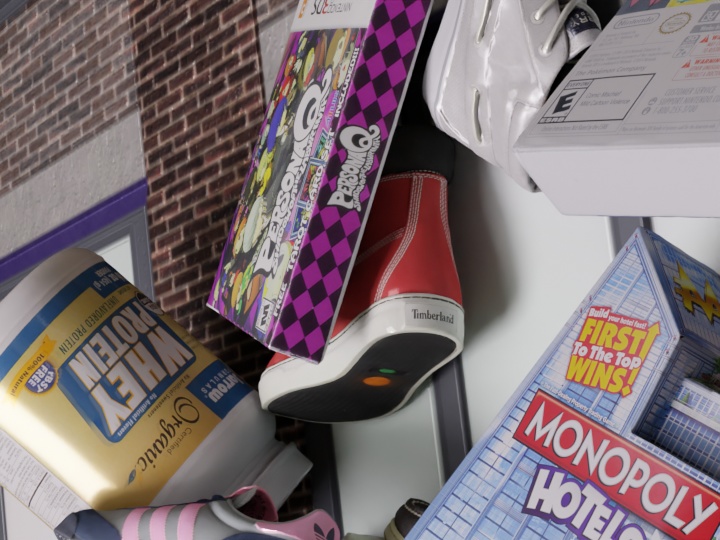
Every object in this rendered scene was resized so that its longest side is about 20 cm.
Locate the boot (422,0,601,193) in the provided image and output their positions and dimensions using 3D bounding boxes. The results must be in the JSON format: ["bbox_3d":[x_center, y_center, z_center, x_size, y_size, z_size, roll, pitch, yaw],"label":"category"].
[{"bbox_3d":[0.094,-0.139,0.921,0.096,0.073,0.202,43,133,41],"label":"boot"}]

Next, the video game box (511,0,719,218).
[{"bbox_3d":[0.175,-0.097,0.711,0.183,0.047,0.199,-53,27,-19],"label":"video game box"}]

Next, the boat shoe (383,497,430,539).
[{"bbox_3d":[0.083,0.148,0.938,0.200,0.073,0.065,24,90,55],"label":"boat shoe"}]

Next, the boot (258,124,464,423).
[{"bbox_3d":[0.000,0.000,1.067,0.200,0.072,0.146,140,134,-56],"label":"boot"}]

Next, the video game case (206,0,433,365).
[{"bbox_3d":[-0.027,-0.060,1.040,0.181,0.035,0.202,-156,83,-74],"label":"video game case"}]

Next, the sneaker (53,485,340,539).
[{"bbox_3d":[-0.086,0.151,1.011,0.199,0.070,0.082,11,55,46],"label":"sneaker"}]

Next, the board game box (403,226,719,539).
[{"bbox_3d":[0.123,0.093,0.807,0.200,0.061,0.201,28,91,55],"label":"board game box"}]

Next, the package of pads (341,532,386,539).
[{"bbox_3d":[0.010,0.261,0.967,0.155,0.068,0.200,-48,58,14],"label":"package of pads"}]

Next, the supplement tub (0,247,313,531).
[{"bbox_3d":[-0.142,0.099,1.138,0.200,0.145,0.145,40,132,4],"label":"supplement tub"}]
